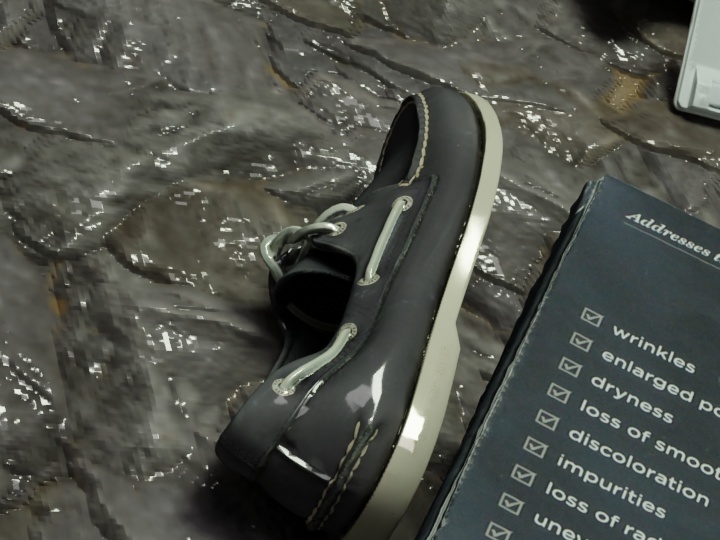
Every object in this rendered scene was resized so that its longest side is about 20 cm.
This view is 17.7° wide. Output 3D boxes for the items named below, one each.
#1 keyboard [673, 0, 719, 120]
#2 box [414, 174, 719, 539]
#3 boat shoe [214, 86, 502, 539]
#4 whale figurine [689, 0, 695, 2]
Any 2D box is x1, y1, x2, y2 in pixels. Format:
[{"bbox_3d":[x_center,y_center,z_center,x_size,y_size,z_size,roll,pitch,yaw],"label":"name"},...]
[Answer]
[{"bbox_3d":[0.227,-0.072,0.967,0.200,0.011,0.056,13,83,-15],"label":"keyboard"},{"bbox_3d":[0.108,0.104,0.627,0.200,0.124,0.197,27,39,4],"label":"box"},{"bbox_3d":[0.000,0.000,0.738,0.063,0.073,0.200,22,42,-8],"label":"boat shoe"},{"bbox_3d":[0.184,-0.164,1.005,0.200,0.104,0.159,-5,46,-32],"label":"whale figurine"}]
